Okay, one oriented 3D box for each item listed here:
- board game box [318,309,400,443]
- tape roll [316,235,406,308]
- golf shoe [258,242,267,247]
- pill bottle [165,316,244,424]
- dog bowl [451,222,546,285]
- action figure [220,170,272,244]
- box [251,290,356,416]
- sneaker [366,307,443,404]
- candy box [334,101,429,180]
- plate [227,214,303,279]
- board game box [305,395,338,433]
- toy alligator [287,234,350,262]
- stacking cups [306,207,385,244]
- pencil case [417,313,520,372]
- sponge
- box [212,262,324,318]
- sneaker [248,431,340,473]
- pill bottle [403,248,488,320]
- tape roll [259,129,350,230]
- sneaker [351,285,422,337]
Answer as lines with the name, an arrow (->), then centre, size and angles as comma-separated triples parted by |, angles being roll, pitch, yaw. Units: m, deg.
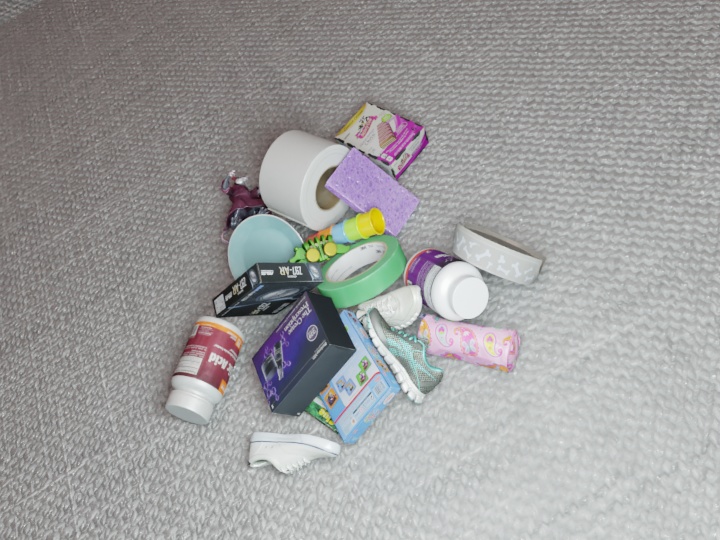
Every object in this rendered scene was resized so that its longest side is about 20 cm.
board game box -> -0.022, 0.202, 1.370 | 0.152, 0.036, 0.201 | -51, 50, 21
tape roll -> 0.000, 0.000, 1.505 | 0.197, 0.049, 0.201 | -24, 24, 11
golf shoe -> -0.195, -0.038, 1.640 | 0.197, 0.089, 0.078 | 17, 62, 28
pill bottle -> -0.330, 0.211, 1.502 | 0.112, 0.115, 0.203 | 4, 59, 23
dog bowl -> 0.269, -0.033, 1.401 | 0.198, 0.198, 0.060 | 29, 104, 33
action figure -> -0.289, -0.169, 1.781 | 0.151, 0.132, 0.201 | -65, 32, 24
box -> -0.114, 0.165, 1.393 | 0.201, 0.078, 0.142 | -50, 50, 23
sneaker -> 0.086, 0.148, 1.357 | 0.090, 0.078, 0.202 | -34, 88, 7
candy box -> 0.051, -0.323, 1.757 | 0.198, 0.061, 0.137 | 30, 72, 35
plate -> -0.206, -0.028, 1.603 | 0.196, 0.205, 0.026 | -4, 14, 18
board game box -> -0.091, 0.238, 1.450 | 0.198, 0.024, 0.105 | 28, 69, 33
toy alligator -> -0.117, -0.037, 1.530 | 0.196, 0.059, 0.055 | -20, 85, -16
stacking cups -> -0.037, -0.088, 1.600 | 0.197, 0.060, 0.062 | -14, 50, 37
pencil case -> 0.205, 0.136, 1.368 | 0.196, 0.088, 0.089 | 10, 60, 28
sponge -> 0.028, -0.174, 1.609 | 0.199, 0.030, 0.112 | 37, 71, -5
box -> -0.195, 0.041, 1.485 | 0.199, 0.158, 0.044 | -33, 66, 44
sneaker -> -0.128, 0.354, 1.362 | 0.196, 0.073, 0.072 | -5, 63, 29
pill bottle -> 0.169, 0.029, 1.391 | 0.112, 0.113, 0.200 | -39, 23, -9
tape roll -> -0.119, -0.211, 1.656 | 0.137, 0.204, 0.204 | 23, 67, 32
sneaker -> 0.043, 0.084, 1.414 | 0.199, 0.080, 0.077 | -32, 59, 41
